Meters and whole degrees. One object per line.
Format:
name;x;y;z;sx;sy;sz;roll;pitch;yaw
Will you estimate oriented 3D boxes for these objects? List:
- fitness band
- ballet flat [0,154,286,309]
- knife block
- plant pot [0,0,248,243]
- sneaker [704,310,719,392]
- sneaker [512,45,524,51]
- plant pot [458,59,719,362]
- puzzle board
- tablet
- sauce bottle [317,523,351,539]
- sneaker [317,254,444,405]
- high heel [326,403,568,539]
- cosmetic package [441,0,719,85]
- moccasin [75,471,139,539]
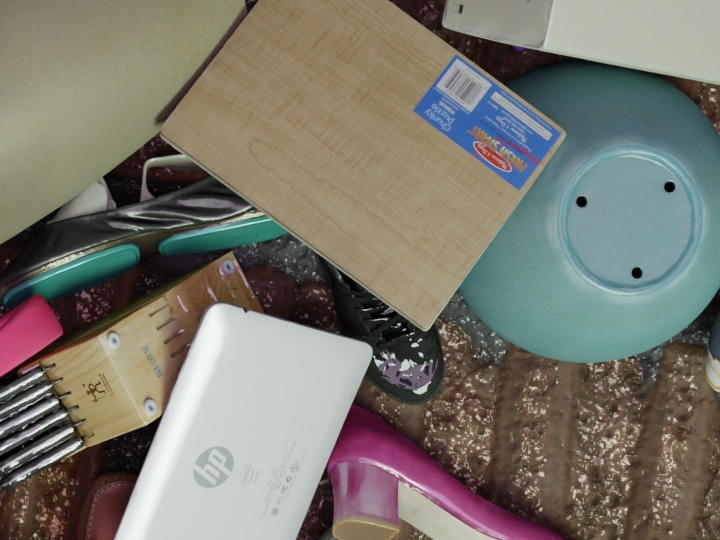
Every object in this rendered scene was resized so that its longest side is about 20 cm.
fitness band;-0.267;0.074;1.218;0.199;0.144;0.038;-29;95;32
ballet flat;-0.142;-0.032;1.280;0.199;0.068;0.069;-16;73;-14
knife block;-0.176;0.071;1.293;0.200;0.175;0.064;-35;101;-47
plant pot;-0.174;-0.137;1.223;0.199;0.187;0.188;-25;96;-17
sneaker;0.317;0.046;1.326;0.199;0.079;0.080;3;138;-19
sneaker;0.063;-0.188;1.284;0.199;0.073;0.115;-16;99;-4
plant pot;0.156;-0.034;1.272;0.199;0.135;0.202;0;95;-6
puzzle board;0.002;-0.081;1.208;0.200;0.017;0.151;36;78;3
tablet;-0.077;0.124;1.253;0.130;0.014;0.201;17;99;-36
sauce bottle;0.047;0.244;1.317;0.200;0.066;0.066;42;89;-8
sneaker;0.003;-0.001;1.274;0.060;0.104;0.201;-24;96;-3
high heel;0.068;0.151;1.327;0.199;0.067;0.096;14;52;-17
cosmetic package;0.161;-0.170;1.233;0.199;0.103;0.088;6;99;-39
moccasin;-0.150;0.231;1.289;0.073;0.078;0.203;3;94;-10
